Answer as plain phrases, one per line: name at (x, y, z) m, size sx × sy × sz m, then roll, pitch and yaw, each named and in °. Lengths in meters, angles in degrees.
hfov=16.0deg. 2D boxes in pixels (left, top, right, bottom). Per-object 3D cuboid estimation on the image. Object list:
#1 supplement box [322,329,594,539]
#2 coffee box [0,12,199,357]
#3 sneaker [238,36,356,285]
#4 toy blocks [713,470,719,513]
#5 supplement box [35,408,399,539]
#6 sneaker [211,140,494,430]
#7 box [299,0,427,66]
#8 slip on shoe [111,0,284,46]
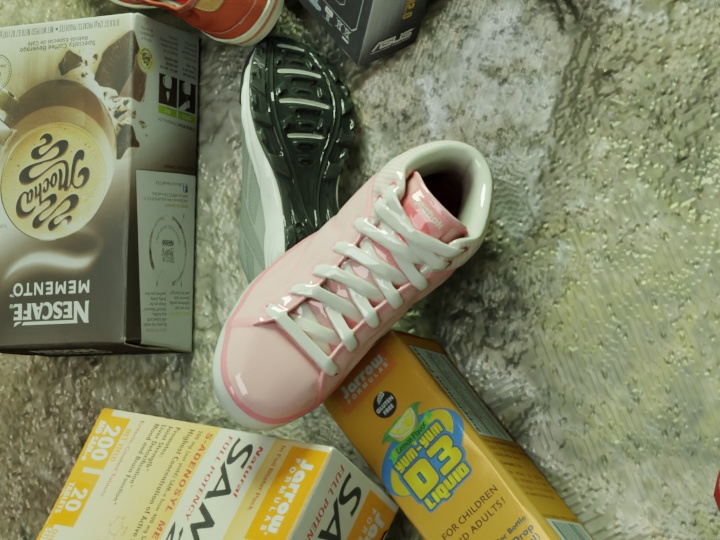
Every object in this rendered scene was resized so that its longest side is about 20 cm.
supplement box at (0.064, 0.127, 1.435) m, size 0.067 × 0.069 × 0.200 m, roll -46°, pitch 63°, yaw 14°
coffee box at (-0.167, -0.049, 1.575) m, size 0.112 × 0.080 × 0.202 m, roll -3°, pitch 82°, yaw 28°
sneaker at (-0.046, -0.044, 1.515) m, size 0.079 × 0.074 × 0.202 m, roll -31°, pitch 59°, yaw 53°
toy blocks at (0.238, 0.175, 1.328) m, size 0.136 × 0.100 × 0.202 m, roll -9°, pitch 79°, yaw 40°
supplement box at (-0.091, 0.158, 1.464) m, size 0.199 × 0.074 × 0.127 m, roll 5°, pitch 60°, yaw 43°
sneaker at (0.000, 0.000, 1.409) m, size 0.075 × 0.105 × 0.200 m, roll 46°, pitch 64°, yaw -1°
box at (-0.029, -0.243, 1.489) m, size 0.200 × 0.048 × 0.159 m, roll 48°, pitch 147°, yaw 25°
slip on shoe at (-0.124, -0.192, 1.563) m, size 0.200 × 0.061 × 0.074 m, roll 31°, pitch 93°, yaw 47°
